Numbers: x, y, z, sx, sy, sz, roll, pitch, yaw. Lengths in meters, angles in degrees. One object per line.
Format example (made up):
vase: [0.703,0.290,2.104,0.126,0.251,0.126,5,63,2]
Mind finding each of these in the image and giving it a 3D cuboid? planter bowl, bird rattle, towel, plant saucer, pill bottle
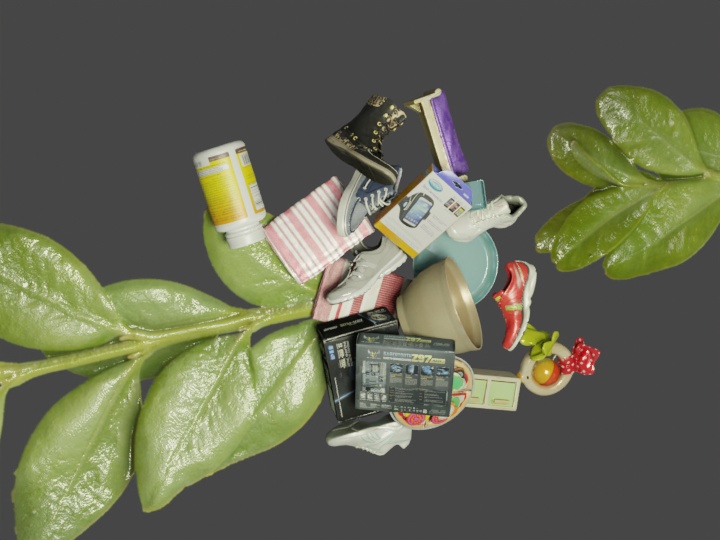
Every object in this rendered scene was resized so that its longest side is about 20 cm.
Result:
planter bowl: [0.157,0.088,1.692,0.134,0.200,0.202,-20,103,19]
bird rattle: [0.439,0.209,1.856,0.199,0.113,0.164,25,103,-28]
towel: [0.004,0.061,1.753,0.198,0.023,0.146,17,91,-16]
plant saucer: [0.163,-0.147,1.695,0.198,0.019,0.070,-8,124,10]
towel: [-0.089,-0.084,1.696,0.199,0.030,0.147,-36,94,-4]
plant saucer: [0.207,-0.013,1.787,0.198,0.027,0.203,-2,98,-12]
pill bottle: [-0.256,-0.150,1.617,0.108,0.109,0.202,-18,101,-10]

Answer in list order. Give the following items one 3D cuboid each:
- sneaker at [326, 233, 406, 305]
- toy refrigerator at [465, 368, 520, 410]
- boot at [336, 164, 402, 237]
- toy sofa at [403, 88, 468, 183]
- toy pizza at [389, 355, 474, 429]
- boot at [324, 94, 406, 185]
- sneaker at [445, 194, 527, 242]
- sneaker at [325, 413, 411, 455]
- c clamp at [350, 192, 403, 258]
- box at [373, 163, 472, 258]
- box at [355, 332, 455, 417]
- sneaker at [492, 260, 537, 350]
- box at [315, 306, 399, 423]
sneaker: [0.000,0.000,1.706,0.199,0.075,0.082,-37,95,-20]
toy refrigerator: [0.253,0.263,1.813,0.198,0.070,0.077,7,96,-15]
boot: [0.020,-0.147,1.645,0.089,0.073,0.201,7,55,19]
toy sofa: [0.172,-0.282,1.713,0.097,0.083,0.202,-21,102,-9]
toy pizza: [0.154,0.265,1.717,0.198,0.032,0.202,-9,123,-14]
boot: [0.037,-0.268,1.643,0.151,0.199,0.073,-48,139,-8]
sneaker: [0.270,-0.124,1.729,0.198,0.099,0.079,-22,81,-26]
sneaker: [0.022,0.370,1.774,0.198,0.070,0.081,-7,102,-13]
c clamp: [0.038,-0.108,1.734,0.198,0.027,0.173,-13,100,-11]
box: [0.136,-0.128,1.677,0.119,0.042,0.200,38,116,-21]
box: [0.088,0.210,1.628,0.197,0.051,0.159,3,118,5]
sneaker: [0.334,0.077,1.814,0.084,0.077,0.202,11,88,-3]
box: [0.005,0.201,1.722,0.162,0.086,0.202,-13,110,-11]
